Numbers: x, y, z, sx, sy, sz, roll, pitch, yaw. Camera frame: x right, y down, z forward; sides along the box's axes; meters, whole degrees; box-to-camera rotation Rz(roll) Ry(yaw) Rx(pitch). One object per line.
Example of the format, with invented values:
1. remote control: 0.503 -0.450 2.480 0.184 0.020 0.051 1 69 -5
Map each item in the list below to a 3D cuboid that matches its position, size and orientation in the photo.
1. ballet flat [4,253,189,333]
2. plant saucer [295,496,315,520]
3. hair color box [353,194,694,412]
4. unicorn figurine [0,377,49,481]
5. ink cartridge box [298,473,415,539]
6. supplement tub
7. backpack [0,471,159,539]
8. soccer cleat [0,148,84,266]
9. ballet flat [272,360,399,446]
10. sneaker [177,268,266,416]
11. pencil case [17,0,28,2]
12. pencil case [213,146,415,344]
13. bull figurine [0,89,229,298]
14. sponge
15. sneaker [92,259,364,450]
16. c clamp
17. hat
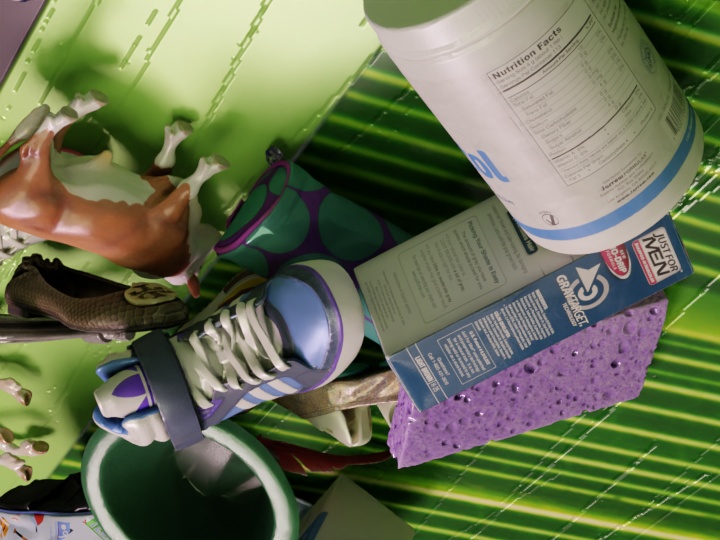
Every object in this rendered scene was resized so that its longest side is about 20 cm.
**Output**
1. ballet flat: -0.193 0.016 1.261 0.067 0.047 0.199 -3 -174 -40
2. plant saucer: -0.078 0.273 1.551 0.199 0.036 0.201 5 114 12
3. hair color box: 0.104 0.001 1.143 0.199 0.100 0.061 -28 128 6
4. unicorn figurine: -0.341 0.138 1.501 0.137 0.074 0.201 14 125 15
5. ink cartridge box: -0.057 0.287 1.452 0.084 0.145 0.200 38 115 -2
6. supplement tub: 0.106 -0.118 1.047 0.131 0.132 0.200 -19 128 32
7. backpack: -0.204 0.227 1.441 0.199 0.155 0.190 -10 168 32
8. soccer cleat: -0.270 -0.023 1.285 0.199 0.087 0.070 -22 127 33
9. ballet flat: 0.012 0.099 1.343 0.199 0.068 0.068 -10 91 26
10. sneaker: -0.112 0.080 1.350 0.075 0.090 0.200 26 135 -12
11. pencil case: -0.146 -0.216 1.043 0.199 0.086 0.084 -13 131 26
12. pencil case: 0.000 0.000 1.238 0.199 0.085 0.092 31 173 -20
13. bull figurine: -0.165 -0.051 1.218 0.199 0.065 0.122 14 120 -35
14. sponge: 0.118 0.073 1.249 0.199 0.030 0.112 -15 142 -18
15. sneaker: -0.099 0.065 1.161 0.200 0.146 0.081 -31 82 54
16. c clamp: -0.261 0.045 1.348 0.199 0.171 0.027 2 95 30
17. hat: -0.102 0.137 1.374 0.165 0.176 0.201 -20 114 25
